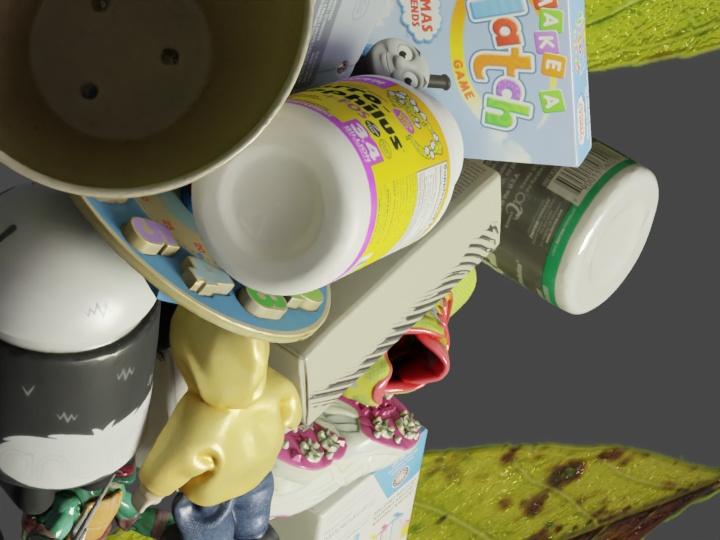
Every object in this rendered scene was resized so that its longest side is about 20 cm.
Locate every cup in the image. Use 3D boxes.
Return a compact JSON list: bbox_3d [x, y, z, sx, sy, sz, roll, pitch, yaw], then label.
[{"bbox_3d":[-0.126,-0.127,1.343,0.201,0.200,0.143,-55,179,-8],"label":"cup"}]

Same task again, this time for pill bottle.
[{"bbox_3d":[-0.010,-0.054,1.456,0.200,0.104,0.105,-26,141,-65],"label":"pill bottle"},{"bbox_3d":[0.097,-0.064,1.781,0.113,0.199,0.114,-42,150,-31],"label":"pill bottle"}]

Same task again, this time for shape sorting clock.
[{"bbox_3d":[-0.095,-0.037,1.461,0.039,0.200,0.200,-45,160,19],"label":"shape sorting clock"}]

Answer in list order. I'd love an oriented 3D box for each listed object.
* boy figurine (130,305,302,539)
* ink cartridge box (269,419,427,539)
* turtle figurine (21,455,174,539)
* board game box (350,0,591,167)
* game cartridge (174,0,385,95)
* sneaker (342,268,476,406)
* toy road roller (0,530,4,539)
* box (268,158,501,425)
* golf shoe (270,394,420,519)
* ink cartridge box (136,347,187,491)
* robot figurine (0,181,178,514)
[{"bbox_3d":[-0.087,0.100,1.528,0.124,0.064,0.201,-30,140,-31],"label":"boy figurine"},{"bbox_3d":[-0.047,0.188,1.882,0.128,0.125,0.201,-36,146,-40],"label":"ink cartridge box"},{"bbox_3d":[-0.175,0.172,1.659,0.149,0.101,0.200,-5,139,-43],"label":"turtle figurine"},{"bbox_3d":[0.036,-0.143,1.539,0.037,0.198,0.152,-54,143,-56],"label":"board game box"},{"bbox_3d":[-0.035,-0.166,1.455,0.133,0.040,0.201,-12,134,-43],"label":"game cartridge"},{"bbox_3d":[0.030,0.043,1.712,0.200,0.090,0.079,-32,142,-50],"label":"sneaker"},{"bbox_3d":[-0.248,0.246,1.516,0.122,0.147,0.201,-18,145,-14],"label":"toy road roller"},{"bbox_3d":[0.000,0.000,1.621,0.200,0.082,0.069,-42,148,-30],"label":"box"},{"bbox_3d":[-0.033,0.121,1.743,0.092,0.075,0.200,-49,159,24],"label":"golf shoe"},{"bbox_3d":[-0.088,0.023,1.673,0.200,0.085,0.146,-41,150,-30],"label":"ink cartridge box"},{"bbox_3d":[-0.179,0.042,1.483,0.151,0.124,0.201,-67,169,-50],"label":"robot figurine"}]
